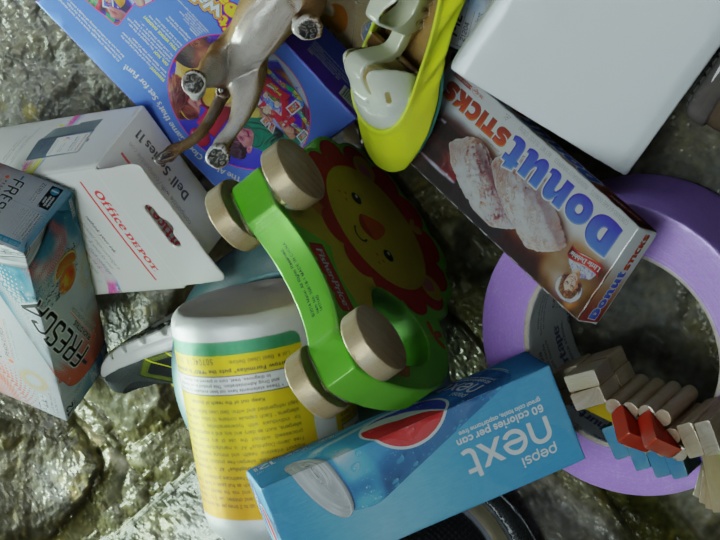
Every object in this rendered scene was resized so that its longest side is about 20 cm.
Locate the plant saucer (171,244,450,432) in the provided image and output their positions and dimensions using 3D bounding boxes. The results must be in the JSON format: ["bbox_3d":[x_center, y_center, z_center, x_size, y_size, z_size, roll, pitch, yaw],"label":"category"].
[{"bbox_3d":[-0.039,0.074,1.770,0.200,0.027,0.200,4,105,15],"label":"plant saucer"}]

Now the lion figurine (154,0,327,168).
[{"bbox_3d":[-0.059,-0.157,1.641,0.072,0.123,0.200,40,117,-14],"label":"lion figurine"}]

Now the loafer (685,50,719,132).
[{"bbox_3d":[0.274,-0.153,1.545,0.071,0.073,0.200,35,128,2],"label":"loafer"}]

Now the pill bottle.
[{"bbox_3d":[-0.055,0.114,1.710,0.113,0.113,0.200,-3,104,31],"label":"pill bottle"}]

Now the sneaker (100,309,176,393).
[{"bbox_3d":[-0.101,0.064,1.839,0.200,0.074,0.085,-21,97,35],"label":"sneaker"}]

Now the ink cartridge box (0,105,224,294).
[{"bbox_3d":[-0.174,-0.047,1.801,0.200,0.067,0.117,-4,132,44],"label":"ink cartridge box"}]

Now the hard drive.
[{"bbox_3d":[0.163,-0.171,1.588,0.132,0.027,0.200,31,116,-6],"label":"hard drive"}]

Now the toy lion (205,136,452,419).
[{"bbox_3d":[0.000,0.000,1.663,0.069,0.192,0.200,-37,66,25],"label":"toy lion"}]

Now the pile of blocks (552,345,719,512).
[{"bbox_3d":[0.200,0.113,1.608,0.200,0.062,0.082,21,117,23],"label":"pile of blocks"}]

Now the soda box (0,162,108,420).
[{"bbox_3d":[-0.231,0.017,1.813,0.068,0.064,0.200,21,147,19],"label":"soda box"}]

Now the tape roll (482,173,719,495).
[{"bbox_3d":[0.181,0.042,1.670,0.200,0.066,0.200,11,113,28],"label":"tape roll"}]

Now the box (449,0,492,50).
[{"bbox_3d":[0.101,-0.228,1.625,0.110,0.035,0.200,26,119,20],"label":"box"}]

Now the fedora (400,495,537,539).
[{"bbox_3d":[0.040,0.235,1.808,0.200,0.092,0.201,11,113,28],"label":"fedora"}]

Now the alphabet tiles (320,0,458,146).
[{"bbox_3d":[0.042,-0.166,1.709,0.167,0.008,0.200,17,117,24],"label":"alphabet tiles"}]

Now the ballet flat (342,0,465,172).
[{"bbox_3d":[0.025,-0.149,1.635,0.067,0.067,0.200,41,125,31],"label":"ballet flat"}]

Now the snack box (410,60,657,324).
[{"bbox_3d":[0.103,-0.052,1.640,0.200,0.024,0.072,45,110,38],"label":"snack box"}]

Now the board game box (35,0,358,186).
[{"bbox_3d":[-0.103,-0.152,1.740,0.200,0.045,0.134,46,131,-11],"label":"board game box"}]

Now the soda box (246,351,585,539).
[{"bbox_3d":[0.034,0.123,1.639,0.200,0.064,0.068,-23,100,-8],"label":"soda box"}]
